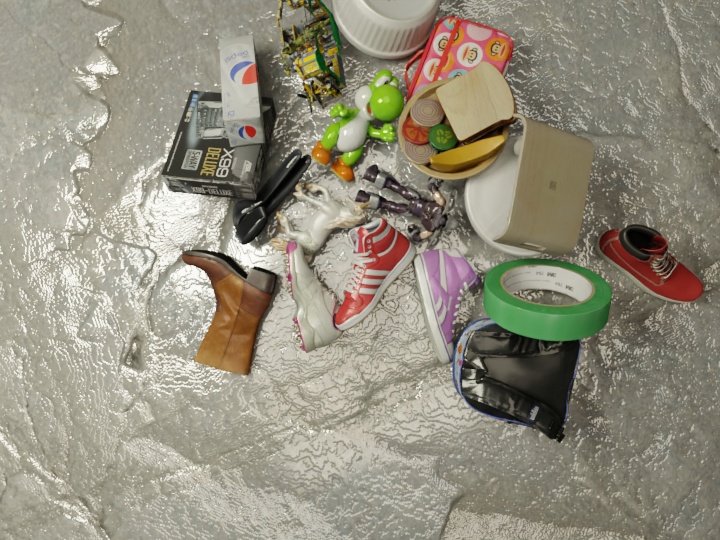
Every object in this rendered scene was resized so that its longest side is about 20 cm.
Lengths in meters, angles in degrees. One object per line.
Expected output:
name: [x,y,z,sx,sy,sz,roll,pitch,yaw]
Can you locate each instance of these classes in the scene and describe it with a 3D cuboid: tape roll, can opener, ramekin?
tape roll: [0.305,0.042,0.923,0.198,0.201,0.049,-2,115,3]
can opener: [-0.158,-0.134,1.004,0.200,0.063,0.079,-47,67,12]
ramekin: [0.052,-0.489,0.989,0.200,0.094,0.204,1,84,-13]
ramekin: [0.276,-0.123,0.976,0.200,0.094,0.204,0,87,3]

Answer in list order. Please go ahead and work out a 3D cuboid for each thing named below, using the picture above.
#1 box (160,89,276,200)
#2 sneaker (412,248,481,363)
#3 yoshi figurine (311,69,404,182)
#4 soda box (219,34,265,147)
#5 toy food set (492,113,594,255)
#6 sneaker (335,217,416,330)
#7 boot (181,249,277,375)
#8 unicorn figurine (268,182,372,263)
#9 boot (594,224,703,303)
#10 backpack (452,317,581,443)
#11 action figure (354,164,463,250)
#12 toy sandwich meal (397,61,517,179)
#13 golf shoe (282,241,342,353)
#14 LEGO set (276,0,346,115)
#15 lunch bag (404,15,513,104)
box: [-0.246,-0.225,0.997,0.156,0.050,0.202,6,62,3]
sneaker: [0.166,0.058,0.993,0.113,0.073,0.202,-11,87,-1]
yoshi figurine: [0.005,-0.256,0.981,0.112,0.112,0.201,39,101,14]
soda box: [-0.208,-0.317,0.980,0.063,0.068,0.202,-7,61,-5]
toy food set: [0.283,-0.132,0.883,0.142,0.060,0.202,10,90,-25]
sneaker: [0.000,0.000,0.973,0.112,0.071,0.200,44,79,-28]
boot: [-0.264,0.073,1.029,0.187,0.068,0.202,19,96,-4]
unicorn figurine: [-0.071,-0.095,1.008,0.137,0.074,0.201,39,117,7]
boot: [0.510,-0.008,0.943,0.199,0.144,0.073,31,87,2]
backpack: [0.252,0.163,0.943,0.189,0.154,0.202,12,85,-6]
action figure: [0.093,-0.119,0.995,0.199,0.069,0.131,27,107,13]
toy sandwich meal: [0.157,-0.245,0.914,0.203,0.070,0.207,-3,76,10]
golf shoe: [-0.086,0.043,1.005,0.091,0.075,0.202,-12,101,-11]
LEGO set: [-0.108,-0.387,0.983,0.115,0.154,0.202,-14,86,23]
lunch bag: [0.166,-0.345,1.010,0.175,0.082,0.202,21,89,8]
